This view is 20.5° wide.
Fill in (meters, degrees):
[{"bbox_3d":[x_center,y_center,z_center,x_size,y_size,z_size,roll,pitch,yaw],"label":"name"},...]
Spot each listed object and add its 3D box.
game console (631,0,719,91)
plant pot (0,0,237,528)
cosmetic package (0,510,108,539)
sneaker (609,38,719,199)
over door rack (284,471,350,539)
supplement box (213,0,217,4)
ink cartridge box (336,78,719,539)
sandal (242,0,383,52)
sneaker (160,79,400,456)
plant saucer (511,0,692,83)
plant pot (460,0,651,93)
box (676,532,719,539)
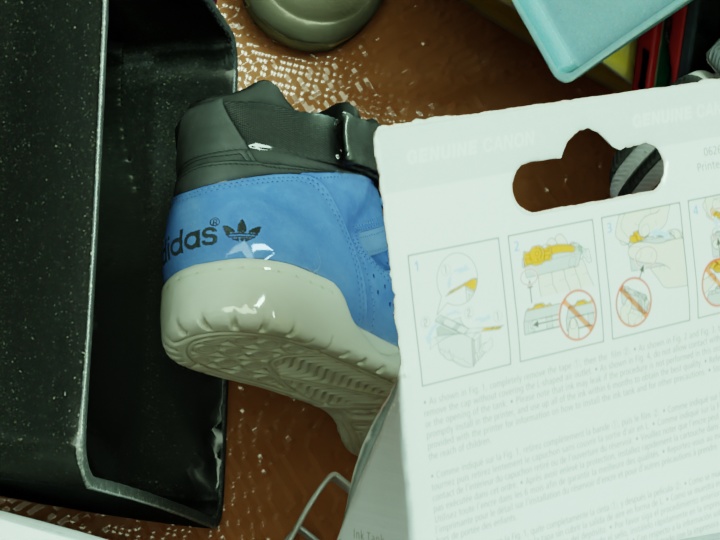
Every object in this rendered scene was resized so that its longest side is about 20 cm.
[{"bbox_3d":[0.183,-0.057,0.746,0.176,0.201,0.031,-9,36,-17],"label":"game console"},{"bbox_3d":[-0.151,-0.015,0.713,0.177,0.200,0.200,-1,79,7],"label":"plant pot"},{"bbox_3d":[-0.122,0.140,0.672,0.081,0.200,0.113,16,78,-1],"label":"cosmetic package"},{"bbox_3d":[0.187,-0.065,0.684,0.200,0.115,0.075,-43,44,22],"label":"sneaker"},{"bbox_3d":[0.024,0.176,0.703,0.067,0.148,0.200,-38,84,-15],"label":"over door rack"},{"bbox_3d":[-0.138,-0.187,0.771,0.199,0.131,0.104,18,78,1],"label":"supplement box"},{"bbox_3d":[0.062,0.048,0.614,0.162,0.050,0.201,-11,96,-36],"label":"ink cartridge box"},{"bbox_3d":[0.006,-0.187,0.819,0.080,0.054,0.201,20,78,0],"label":"sandal"},{"bbox_3d":[0.001,0.000,0.731,0.077,0.200,0.112,-17,62,33],"label":"sneaker"},{"bbox_3d":[0.135,-0.141,0.655,0.200,0.019,0.070,-34,66,15],"label":"plant saucer"},{"bbox_3d":[0.112,-0.173,0.762,0.200,0.201,0.189,31,94,3],"label":"plant pot"},{"bbox_3d":[0.105,0.161,0.592,0.200,0.048,0.159,-2,95,-37],"label":"box"}]
